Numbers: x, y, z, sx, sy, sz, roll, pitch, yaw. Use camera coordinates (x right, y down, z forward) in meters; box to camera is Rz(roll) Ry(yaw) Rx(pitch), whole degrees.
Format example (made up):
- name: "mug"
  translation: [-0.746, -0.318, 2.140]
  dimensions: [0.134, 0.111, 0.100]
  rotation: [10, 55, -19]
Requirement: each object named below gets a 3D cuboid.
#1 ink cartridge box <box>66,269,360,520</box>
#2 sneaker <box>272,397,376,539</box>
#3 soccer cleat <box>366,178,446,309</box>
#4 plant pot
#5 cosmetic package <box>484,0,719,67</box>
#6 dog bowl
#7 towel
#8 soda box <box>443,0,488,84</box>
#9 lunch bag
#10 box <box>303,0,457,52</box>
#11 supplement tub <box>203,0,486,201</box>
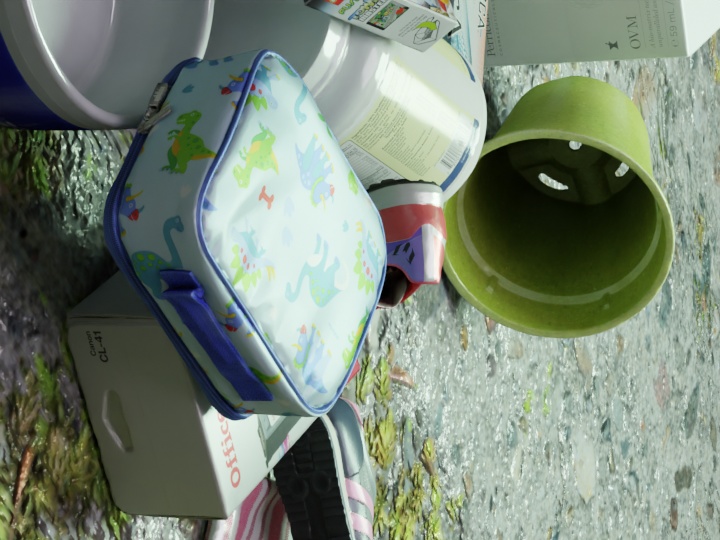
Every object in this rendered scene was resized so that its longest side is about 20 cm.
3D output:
- name: "ink cartridge box"
  translation: [-0.090, 0.049, 1.267]
  dimensions: [0.200, 0.086, 0.148]
  rotation: [-49, 131, -54]
- name: "sneaker"
  translation: [-0.010, 0.186, 1.380]
  dimensions: [0.082, 0.070, 0.200]
  rotation: [-15, 101, -59]
- name: "soccer cleat"
  translation: [0.000, 0.000, 1.350]
  dimensions: [0.068, 0.200, 0.073]
  rotation: [1, 72, -26]
- name: "plant pot"
  translation: [0.178, -0.074, 1.700]
  dimensions: [0.184, 0.200, 0.200]
  rotation: [-68, 147, -56]
- name: "cosmetic package"
  translation: [0.196, -0.291, 1.699]
  dimensions: [0.123, 0.200, 0.200]
  rotation: [-40, 124, -53]
- name: "dog bowl"
  translation: [-0.167, -0.180, 1.126]
  dimensions: [0.200, 0.079, 0.200]
  rotation: [0, 90, -63]
- name: "towel"
  translation: [-0.055, 0.224, 1.391]
  dimensions: [0.200, 0.030, 0.146]
  rotation: [35, 58, -57]
- name: "soda box"
  translation: [0.063, -0.222, 1.590]
  dimensions: [0.068, 0.064, 0.200]
  rotation: [21, 70, -61]
- name: "lunch bag"
  translation: [-0.065, -0.017, 1.143]
  dimensions: [0.200, 0.082, 0.161]
  rotation: [59, 39, -42]
- name: "box"
  translation: [-0.012, -0.240, 1.265]
  dimensions: [0.110, 0.035, 0.200]
  rotation: [15, 47, -45]
- name: "supplement tub"
  translation: [-0.018, -0.126, 1.333]
  dimensions: [0.200, 0.145, 0.145]
  rotation: [30, 63, -53]
